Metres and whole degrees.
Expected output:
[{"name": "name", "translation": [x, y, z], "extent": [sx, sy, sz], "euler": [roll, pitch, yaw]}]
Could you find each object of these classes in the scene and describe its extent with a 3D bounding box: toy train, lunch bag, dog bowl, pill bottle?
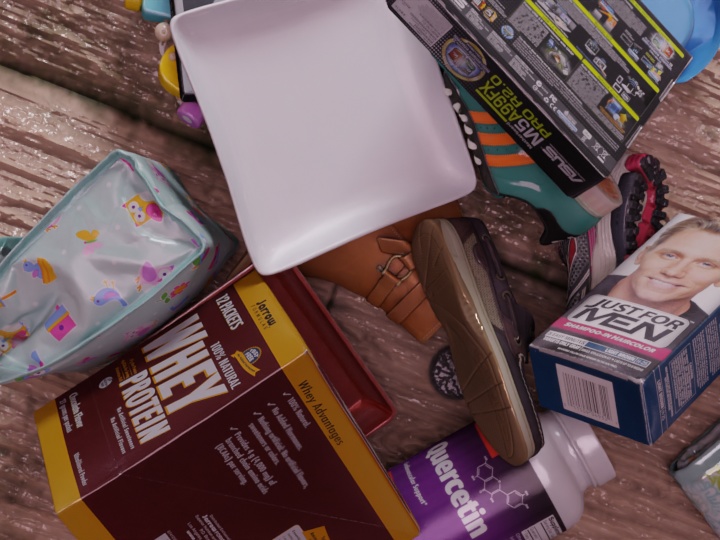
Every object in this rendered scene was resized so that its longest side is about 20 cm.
[{"name": "toy train", "translation": [-0.104, -0.191, 1.043], "extent": [0.150, 0.056, 0.200], "euler": [-29, 88, -16]}, {"name": "lunch bag", "translation": [-0.208, 0.010, 0.995], "extent": [0.200, 0.170, 0.122], "euler": [-41, 88, 4]}, {"name": "dog bowl", "translation": [0.196, -0.177, 1.045], "extent": [0.200, 0.050, 0.112], "euler": [-34, 94, 1]}, {"name": "pill bottle", "translation": [0.100, 0.181, 1.039], "extent": [0.200, 0.112, 0.113], "euler": [-30, 94, 2]}]

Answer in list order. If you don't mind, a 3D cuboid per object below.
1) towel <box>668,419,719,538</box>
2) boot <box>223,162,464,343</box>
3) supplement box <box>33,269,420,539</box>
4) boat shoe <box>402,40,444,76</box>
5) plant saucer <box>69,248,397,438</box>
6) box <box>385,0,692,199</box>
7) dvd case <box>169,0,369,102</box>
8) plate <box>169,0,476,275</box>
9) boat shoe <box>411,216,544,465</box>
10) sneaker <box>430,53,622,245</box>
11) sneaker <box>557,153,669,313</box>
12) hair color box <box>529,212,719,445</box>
[{"name": "towel", "translation": [0.384, 0.168, 1.073], "extent": [0.200, 0.048, 0.171], "euler": [-40, 93, 3]}, {"name": "boot", "translation": [0.000, 0.000, 1.053], "extent": [0.200, 0.077, 0.155], "euler": [-40, 98, -5]}, {"name": "supplement box", "translation": [-0.098, 0.149, 0.955], "extent": [0.200, 0.133, 0.198], "euler": [-33, 122, -4]}, {"name": "boat shoe", "translation": [0.111, -0.234, 1.044], "extent": [0.200, 0.057, 0.067], "euler": [-44, 58, -1]}, {"name": "plant saucer", "translation": [-0.099, 0.101, 1.030], "extent": [0.200, 0.037, 0.200], "euler": [-35, 122, -1]}, {"name": "box", "translation": [0.136, -0.176, 0.950], "extent": [0.200, 0.044, 0.160], "euler": [45, 55, -8]}, {"name": "dvd case", "translation": [-0.078, -0.236, 1.016], "extent": [0.150, 0.025, 0.201], "euler": [-6, 81, -13]}, {"name": "plate", "translation": [-0.027, -0.122, 0.976], "extent": [0.200, 0.032, 0.200], "euler": [-23, 98, -22]}, {"name": "boat shoe", "translation": [0.103, 0.048, 0.989], "extent": [0.065, 0.072, 0.200], "euler": [-16, 74, -24]}, {"name": "sneaker", "translation": [0.109, -0.103, 0.993], "extent": [0.080, 0.071, 0.200], "euler": [-40, 93, 27]}, {"name": "sneaker", "translation": [0.192, 0.004, 1.041], "extent": [0.075, 0.081, 0.201], "euler": [7, 79, 40]}, {"name": "hair color box", "translation": [0.225, 0.037, 0.951], "extent": [0.200, 0.100, 0.061], "euler": [-36, 127, -33]}]
